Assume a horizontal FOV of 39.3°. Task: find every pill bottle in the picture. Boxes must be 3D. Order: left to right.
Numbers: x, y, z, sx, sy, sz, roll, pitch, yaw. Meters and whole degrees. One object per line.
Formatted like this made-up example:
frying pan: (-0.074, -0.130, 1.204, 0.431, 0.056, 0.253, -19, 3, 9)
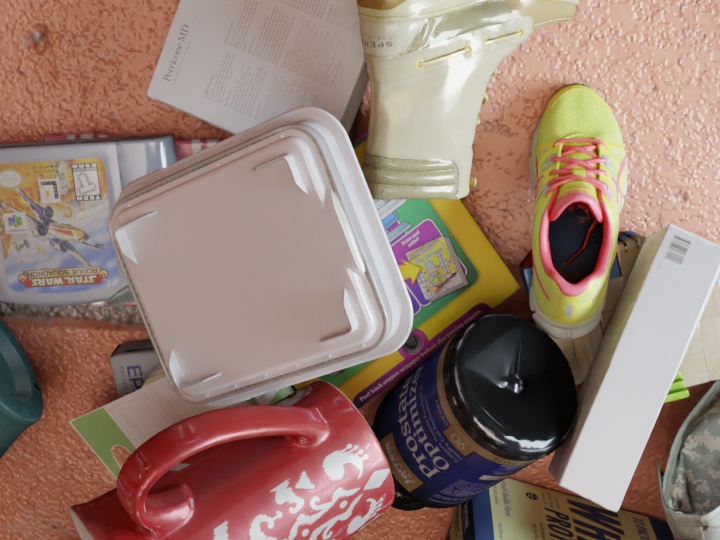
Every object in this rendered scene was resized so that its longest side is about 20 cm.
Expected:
pill bottle: (0.076, 0.124, 0.806, 0.111, 0.112, 0.200, 32, 143, -6)

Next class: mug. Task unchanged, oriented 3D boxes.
mug: (-0.078, 0.166, 0.692, 0.199, 0.178, 0.134, -28, 78, -24)

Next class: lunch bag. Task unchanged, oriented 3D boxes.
lunch bag: (0.313, 0.201, 0.803, 0.117, 0.200, 0.165, -8, 113, 47)

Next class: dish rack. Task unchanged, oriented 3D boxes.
dish rack: (-0.078, 0.000, 0.668, 0.198, 0.043, 0.173, -19, 94, 26)

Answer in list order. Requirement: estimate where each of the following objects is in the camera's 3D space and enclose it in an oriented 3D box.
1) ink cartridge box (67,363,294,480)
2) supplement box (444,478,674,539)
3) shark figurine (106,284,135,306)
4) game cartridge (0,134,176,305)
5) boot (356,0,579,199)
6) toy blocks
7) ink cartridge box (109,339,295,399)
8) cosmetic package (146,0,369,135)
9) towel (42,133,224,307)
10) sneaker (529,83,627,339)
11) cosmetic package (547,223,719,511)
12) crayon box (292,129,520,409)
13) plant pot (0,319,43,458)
ink cartridge box: (-0.134, 0.142, 0.853, 0.199, 0.048, 0.146, -23, 110, 36)
supplement box: (0.162, 0.316, 0.888, 0.198, 0.134, 0.202, 16, 108, -1)
shark figurine: (-0.083, -0.024, 0.727, 0.213, 0.089, 0.130, -5, 68, 33)
game cartridge: (-0.244, -0.039, 0.825, 0.197, 0.042, 0.135, -3, 101, 4)
boot: (0.080, -0.138, 0.746, 0.199, 0.072, 0.157, -18, 118, -37)
toy blocks: (0.216, 0.032, 0.824, 0.198, 0.100, 0.138, -14, 96, 4)
ink cartridge box: (-0.108, 0.152, 0.903, 0.197, 0.041, 0.202, -7, 107, 6)
cosmetic package: (-0.054, -0.194, 0.752, 0.149, 0.052, 0.202, 24, 98, 7)
towel: (-0.170, -0.042, 0.854, 0.197, 0.030, 0.148, 2, 106, 2)
sneaker: (0.166, -0.055, 0.760, 0.077, 0.090, 0.202, 0, 73, 9)
cosmetic package: (0.203, 0.071, 0.745, 0.050, 0.083, 0.202, 23, 89, 4)
crayon box: (0.000, 0.000, 0.824, 0.199, 0.058, 0.173, -36, 101, 3)
plant pot: (-0.380, 0.117, 0.840, 0.187, 0.200, 0.201, -33, 103, 0)
